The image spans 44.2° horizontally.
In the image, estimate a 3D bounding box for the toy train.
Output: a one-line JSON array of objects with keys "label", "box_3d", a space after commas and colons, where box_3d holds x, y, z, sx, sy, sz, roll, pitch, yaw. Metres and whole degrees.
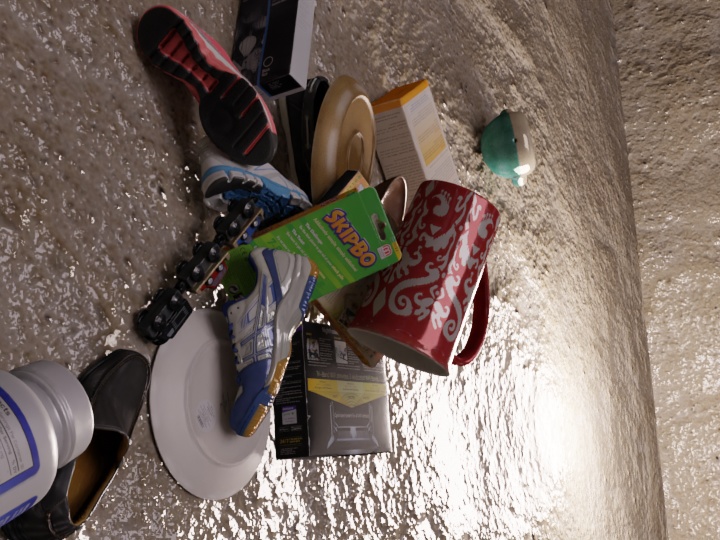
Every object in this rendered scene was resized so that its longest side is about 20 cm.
[{"label": "toy train", "box_3d": [-0.160, -0.003, 0.919, 0.201, 0.034, 0.046, -57, 142, -31]}]

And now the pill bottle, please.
[{"label": "pill bottle", "box_3d": [-0.285, 0.134, 0.616, 0.200, 0.111, 0.114, -30, 107, -60]}]

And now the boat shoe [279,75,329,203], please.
[{"label": "boat shoe", "box_3d": [-0.054, -0.152, 1.163, 0.072, 0.067, 0.203, -21, 101, -64]}]

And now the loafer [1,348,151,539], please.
[{"label": "loafer", "box_3d": [-0.223, 0.148, 0.760, 0.073, 0.071, 0.201, 56, 36, -33]}]

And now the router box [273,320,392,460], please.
[{"label": "router box", "box_3d": [-0.034, 0.153, 1.112, 0.199, 0.052, 0.160, 17, 66, -58]}]

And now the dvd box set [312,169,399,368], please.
[{"label": "dvd box set", "box_3d": [0.000, 0.000, 1.085, 0.147, 0.029, 0.200, -50, 122, -18]}]

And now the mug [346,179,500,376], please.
[{"label": "mug", "box_3d": [0.088, 0.014, 1.071, 0.202, 0.132, 0.178, -67, 155, -13]}]

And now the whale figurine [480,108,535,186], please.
[{"label": "whale figurine", "box_3d": [0.295, -0.246, 1.804, 0.200, 0.102, 0.162, -9, 88, -85]}]

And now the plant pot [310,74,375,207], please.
[{"label": "plant pot", "box_3d": [-0.016, -0.147, 1.136, 0.200, 0.027, 0.203, 9, 90, -74]}]

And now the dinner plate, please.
[{"label": "dinner plate", "box_3d": [-0.149, 0.140, 0.945, 0.199, 0.024, 0.203, 27, 58, -54]}]

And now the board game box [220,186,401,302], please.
[{"label": "board game box", "box_3d": [-0.059, -0.016, 0.994, 0.030, 0.198, 0.096, -109, 175, -69]}]

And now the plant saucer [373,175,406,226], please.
[{"label": "plant saucer", "box_3d": [0.013, -0.036, 1.205, 0.200, 0.036, 0.203, 17, 90, -77]}]

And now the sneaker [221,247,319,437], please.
[{"label": "sneaker", "box_3d": [-0.113, 0.073, 0.950, 0.075, 0.087, 0.203, 124, -15, -76]}]

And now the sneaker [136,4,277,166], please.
[{"label": "sneaker", "box_3d": [-0.151, -0.205, 0.962, 0.201, 0.073, 0.087, 52, 20, -3]}]

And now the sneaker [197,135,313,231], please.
[{"label": "sneaker", "box_3d": [-0.121, -0.106, 1.031, 0.200, 0.074, 0.088, 29, 35, -63]}]

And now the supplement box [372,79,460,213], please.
[{"label": "supplement box", "box_3d": [0.086, -0.186, 1.413, 0.126, 0.073, 0.202, -46, 120, -56]}]

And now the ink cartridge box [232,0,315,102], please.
[{"label": "ink cartridge box", "box_3d": [-0.105, -0.301, 1.087, 0.039, 0.098, 0.203, 36, 50, -48]}]
